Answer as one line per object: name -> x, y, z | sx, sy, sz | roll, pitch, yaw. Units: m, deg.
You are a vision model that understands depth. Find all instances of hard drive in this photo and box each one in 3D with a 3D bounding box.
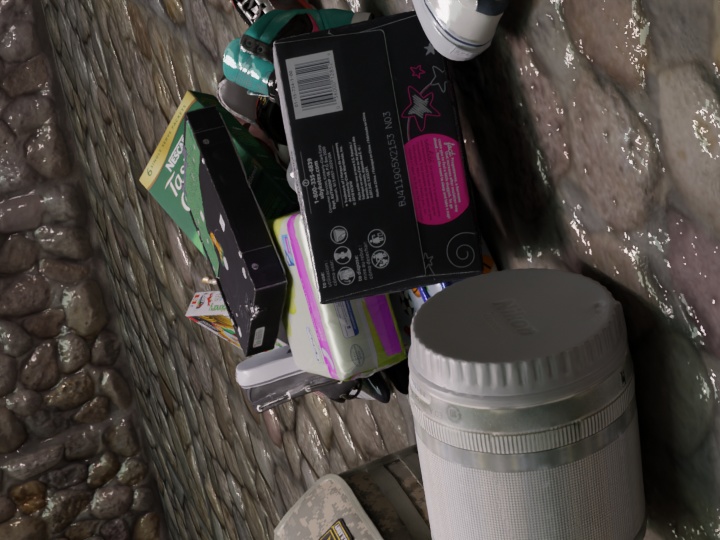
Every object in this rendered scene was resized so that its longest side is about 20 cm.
hard drive -> -0.122, -0.037, 1.345 | 0.140, 0.038, 0.201 | 105, 145, -59

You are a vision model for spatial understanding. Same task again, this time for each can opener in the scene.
can opener -> -0.008, 0.049, 1.504 | 0.079, 0.063, 0.201 | 117, 133, -66

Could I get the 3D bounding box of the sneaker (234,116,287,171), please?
sneaker -> -0.103, -0.122, 1.566 | 0.200, 0.104, 0.076 | -132, 31, -51

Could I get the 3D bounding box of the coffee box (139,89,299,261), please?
coffee box -> -0.141, -0.081, 1.466 | 0.200, 0.044, 0.123 | 48, 116, 31

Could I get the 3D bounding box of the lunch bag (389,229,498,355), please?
lunch bag -> 0.047, -0.037, 1.237 | 0.201, 0.075, 0.160 | 66, 160, 16

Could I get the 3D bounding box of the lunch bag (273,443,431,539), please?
lunch bag -> 0.025, 0.275, 1.393 | 0.164, 0.198, 0.118 | -130, 27, -52

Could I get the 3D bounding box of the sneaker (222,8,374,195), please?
sneaker -> -0.065, -0.155, 1.230 | 0.084, 0.120, 0.201 | 89, -166, -54

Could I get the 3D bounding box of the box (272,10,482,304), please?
box -> 0.016, -0.084, 1.098 | 0.115, 0.131, 0.202 | 1, -102, -83

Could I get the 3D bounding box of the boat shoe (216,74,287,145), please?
boat shoe -> -0.072, -0.161, 1.368 | 0.200, 0.063, 0.074 | 20, 126, 39

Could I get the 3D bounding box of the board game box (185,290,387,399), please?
board game box -> -0.082, 0.082, 1.564 | 0.199, 0.035, 0.126 | 33, 161, -26

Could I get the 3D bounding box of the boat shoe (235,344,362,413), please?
boat shoe -> -0.032, 0.106, 1.455 | 0.070, 0.198, 0.067 | -58, -50, -70

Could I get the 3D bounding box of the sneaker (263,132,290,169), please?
sneaker -> -0.065, -0.164, 1.455 | 0.200, 0.074, 0.089 | -137, 31, -57

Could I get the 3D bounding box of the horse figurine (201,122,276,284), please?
horse figurine -> -0.113, -0.053, 1.511 | 0.132, 0.050, 0.202 | 10, 103, 37

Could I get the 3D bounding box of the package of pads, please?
package of pads -> -0.029, 0.019, 1.282 | 0.200, 0.068, 0.156 | 180, 73, -75

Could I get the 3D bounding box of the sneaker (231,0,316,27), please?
sneaker -> -0.103, -0.266, 1.421 | 0.077, 0.081, 0.201 | -43, 61, 35

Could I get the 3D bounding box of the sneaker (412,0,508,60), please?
sneaker -> 0.056, -0.252, 1.029 | 0.071, 0.073, 0.201 | -46, 65, 49

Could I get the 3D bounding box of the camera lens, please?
camera lens -> 0.119, 0.120, 1.012 | 0.160, 0.159, 0.202 | -140, 36, -60
